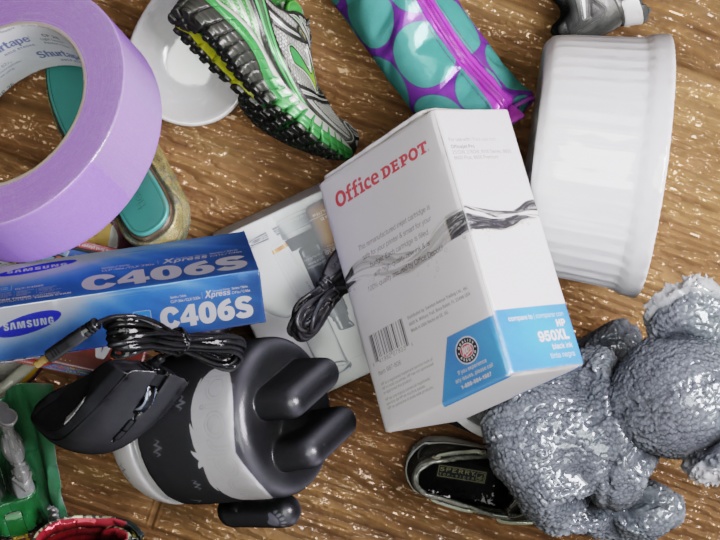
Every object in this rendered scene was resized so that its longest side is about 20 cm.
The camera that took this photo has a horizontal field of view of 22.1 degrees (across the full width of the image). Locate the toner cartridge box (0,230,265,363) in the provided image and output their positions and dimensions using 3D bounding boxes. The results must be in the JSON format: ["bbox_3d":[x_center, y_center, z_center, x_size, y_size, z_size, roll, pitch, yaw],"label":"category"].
[{"bbox_3d":[-0.173,0.018,1.342,0.198,0.095,0.044,-9,109,-8],"label":"toner cartridge box"}]

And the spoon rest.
[{"bbox_3d":[-0.127,-0.214,1.439,0.098,0.061,0.203,7,95,-7],"label":"spoon rest"}]

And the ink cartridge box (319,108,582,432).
[{"bbox_3d":[0.063,-0.001,1.350,0.084,0.144,0.202,-4,74,-41],"label":"ink cartridge box"}]

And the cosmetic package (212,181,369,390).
[{"bbox_3d":[0.000,0.000,1.478,0.198,0.052,0.152,-25,100,-1],"label":"cosmetic package"}]

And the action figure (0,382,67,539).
[{"bbox_3d":[-0.273,0.189,1.451,0.117,0.055,0.202,-14,127,-4],"label":"action figure"}]

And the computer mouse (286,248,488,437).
[{"bbox_3d":[0.039,0.063,1.434,0.200,0.044,0.110,41,58,-14],"label":"computer mouse"}]

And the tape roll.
[{"bbox_3d":[-0.251,-0.110,1.378,0.198,0.066,0.202,-10,63,19],"label":"tape roll"}]

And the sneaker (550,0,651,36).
[{"bbox_3d":[0.149,-0.268,1.447,0.090,0.066,0.202,-27,100,-3],"label":"sneaker"}]

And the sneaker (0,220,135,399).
[{"bbox_3d":[-0.244,0.027,1.444,0.075,0.090,0.201,36,94,-7],"label":"sneaker"}]

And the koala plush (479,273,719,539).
[{"bbox_3d":[0.213,0.107,1.383,0.199,0.183,0.179,-24,71,40],"label":"koala plush"}]

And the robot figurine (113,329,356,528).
[{"bbox_3d":[-0.101,0.116,1.421,0.198,0.124,0.152,-10,69,36],"label":"robot figurine"}]

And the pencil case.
[{"bbox_3d":[0.049,-0.183,1.423,0.085,0.092,0.201,-36,88,-22],"label":"pencil case"}]

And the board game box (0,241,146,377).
[{"bbox_3d":[-0.254,0.019,1.399,0.198,0.019,0.104,12,66,2],"label":"board game box"}]

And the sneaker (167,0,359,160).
[{"bbox_3d":[-0.057,-0.159,1.419,0.085,0.078,0.200,-53,129,-16],"label":"sneaker"}]

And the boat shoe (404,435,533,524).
[{"bbox_3d":[0.135,0.178,1.499,0.197,0.064,0.072,5,96,-5],"label":"boat shoe"}]

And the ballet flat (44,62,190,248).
[{"bbox_3d":[-0.189,-0.097,1.440,0.070,0.071,0.201,-29,69,0],"label":"ballet flat"}]

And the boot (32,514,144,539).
[{"bbox_3d":[-0.167,0.272,1.456,0.201,0.074,0.155,5,128,-1],"label":"boot"}]

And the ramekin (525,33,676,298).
[{"bbox_3d":[0.177,-0.085,1.409,0.097,0.200,0.203,8,96,3],"label":"ramekin"}]

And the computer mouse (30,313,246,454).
[{"bbox_3d":[-0.187,0.090,1.320,0.199,0.140,0.047,-27,61,35],"label":"computer mouse"}]
